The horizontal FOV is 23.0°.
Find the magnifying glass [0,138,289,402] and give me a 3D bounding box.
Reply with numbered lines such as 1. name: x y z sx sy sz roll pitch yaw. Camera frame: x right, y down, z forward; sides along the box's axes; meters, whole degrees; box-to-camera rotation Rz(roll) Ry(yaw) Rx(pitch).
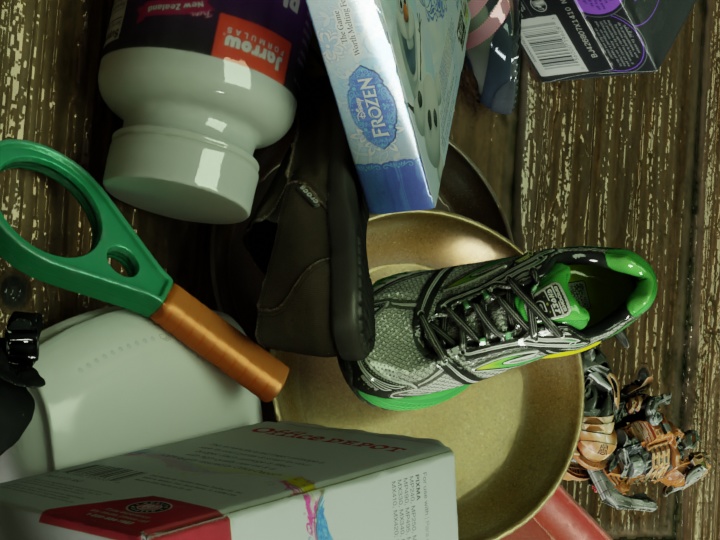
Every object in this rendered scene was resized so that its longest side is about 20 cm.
1. magnifying glass: -0.121 0.003 0.932 0.200 0.022 0.080 39 36 -14

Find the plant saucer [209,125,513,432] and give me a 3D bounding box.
1. plant saucer: 0.000 0.000 1.073 0.199 0.034 0.202 5 75 -20

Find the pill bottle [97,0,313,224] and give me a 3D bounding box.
1. pill bottle: -0.082 -0.133 0.975 0.111 0.111 0.201 23 72 -46

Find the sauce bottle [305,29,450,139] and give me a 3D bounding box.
1. sauce bottle: 0.005 -0.122 1.113 0.200 0.066 0.066 53 53 -37

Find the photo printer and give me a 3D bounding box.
1. photo printer: -0.121 0.120 0.960 0.166 0.069 0.202 -11 98 -48

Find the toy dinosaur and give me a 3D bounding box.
1. toy dinosaur: 0.157 0.097 1.220 0.200 0.102 0.137 28 46 -44

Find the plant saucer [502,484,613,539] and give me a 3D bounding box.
1. plant saucer: 0.090 0.221 1.166 0.200 0.037 0.200 46 48 -3

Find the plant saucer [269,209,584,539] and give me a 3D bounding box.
1. plant saucer: 0.036 0.065 1.035 0.199 0.035 0.202 5 75 -21

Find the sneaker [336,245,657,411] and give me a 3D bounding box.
1. sneaker: 0.076 0.021 0.996 0.199 0.085 0.079 -17 83 -24

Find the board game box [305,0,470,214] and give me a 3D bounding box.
1. board game box: 0.013 -0.171 0.978 0.201 0.043 0.200 -77 157 -50

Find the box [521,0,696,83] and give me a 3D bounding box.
1. box: 0.186 -0.248 1.284 0.123 0.106 0.200 55 52 -32

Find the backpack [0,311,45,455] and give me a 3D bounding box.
1. backpack: -0.249 0.027 0.774 0.201 0.126 0.167 61 33 -25

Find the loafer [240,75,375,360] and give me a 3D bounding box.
1. loafer: -0.033 -0.034 0.979 0.201 0.070 0.073 -93 174 -47

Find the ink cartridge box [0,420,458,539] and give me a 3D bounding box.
1. ink cartridge box: -0.068 0.135 0.859 0.199 0.145 0.083 -9 98 -44

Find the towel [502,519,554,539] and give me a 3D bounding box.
1. towel: 0.128 0.249 1.214 0.200 0.023 0.144 46 49 -2

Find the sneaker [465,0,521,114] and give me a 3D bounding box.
1. sneaker: 0.067 -0.193 1.191 0.070 0.081 0.201 -86 169 -53
